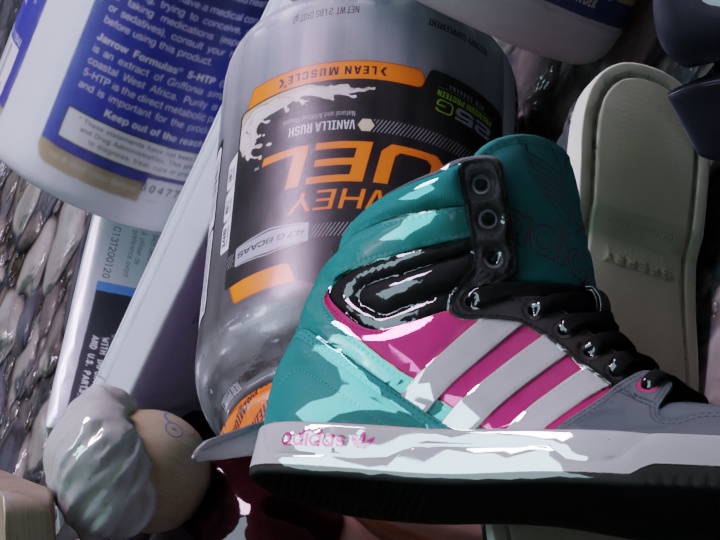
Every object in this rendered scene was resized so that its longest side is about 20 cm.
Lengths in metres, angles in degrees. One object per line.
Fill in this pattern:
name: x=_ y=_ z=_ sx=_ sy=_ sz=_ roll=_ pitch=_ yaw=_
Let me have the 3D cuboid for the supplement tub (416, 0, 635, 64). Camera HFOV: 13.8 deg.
supplement tub: x=0.070 y=-0.195 z=1.134 sx=0.201 sy=0.144 sz=0.144 roll=-65 pitch=22 yaw=9

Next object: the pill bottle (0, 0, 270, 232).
pill bottle: x=-0.079 y=-0.130 z=1.298 sx=0.201 sy=0.119 sz=0.120 roll=-66 pitch=22 yaw=18

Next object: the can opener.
can opener: x=0.164 y=-0.093 z=0.962 sx=0.063 sy=0.079 sz=0.200 roll=-36 pitch=8 yaw=-32

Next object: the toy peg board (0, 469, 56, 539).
toy peg board: x=-0.167 y=0.173 z=1.038 sx=0.199 sy=0.097 sz=0.202 roll=179 pitch=88 yaw=-75

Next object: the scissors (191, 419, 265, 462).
scissors: x=0.014 y=0.051 z=1.023 sx=0.014 sy=0.200 sz=0.074 roll=8 pitch=117 yaw=36

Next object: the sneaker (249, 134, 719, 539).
sneaker: x=0.067 y=0.019 z=0.937 sx=0.199 sy=0.084 sz=0.122 roll=3 pitch=72 yaw=22

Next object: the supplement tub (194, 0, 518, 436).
supplement tub: x=0.000 y=0.000 z=1.152 sx=0.123 sy=0.122 sz=0.201 roll=-45 pitch=33 yaw=44

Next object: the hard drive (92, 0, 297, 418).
hard drive: x=-0.047 y=-0.025 z=1.310 sx=0.201 sy=0.027 sz=0.132 roll=-64 pitch=-18 yaw=12

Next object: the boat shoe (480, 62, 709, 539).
boat shoe: x=0.072 y=0.027 z=1.029 sx=0.066 sy=0.074 sz=0.201 roll=141 pitch=141 yaw=-59

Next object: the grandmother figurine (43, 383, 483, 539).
grandmother figurine: x=-0.016 y=0.088 z=1.006 sx=0.061 sy=0.199 sz=0.121 roll=-68 pitch=23 yaw=1

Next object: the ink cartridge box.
ink cartridge box: x=-0.113 y=0.031 z=1.449 sx=0.200 sy=0.043 sz=0.199 roll=100 pitch=180 yaw=-63

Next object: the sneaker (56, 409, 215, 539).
sneaker: x=-0.098 y=0.111 z=1.245 sx=0.200 sy=0.075 sz=0.091 roll=-50 pitch=-19 yaw=-73
